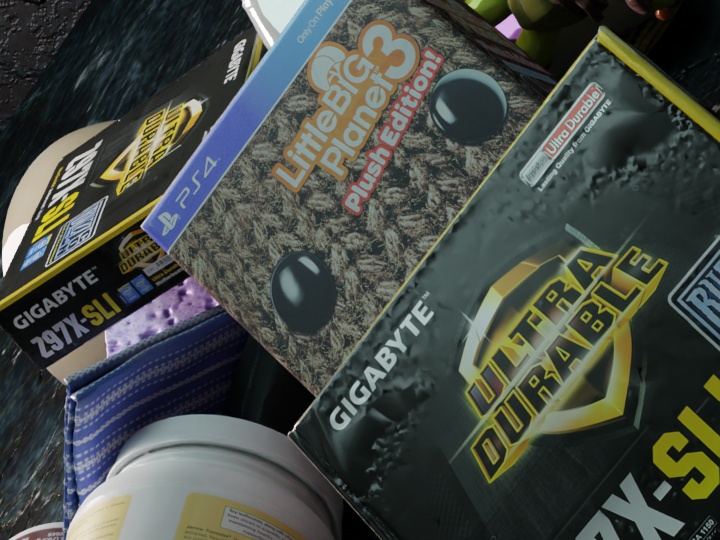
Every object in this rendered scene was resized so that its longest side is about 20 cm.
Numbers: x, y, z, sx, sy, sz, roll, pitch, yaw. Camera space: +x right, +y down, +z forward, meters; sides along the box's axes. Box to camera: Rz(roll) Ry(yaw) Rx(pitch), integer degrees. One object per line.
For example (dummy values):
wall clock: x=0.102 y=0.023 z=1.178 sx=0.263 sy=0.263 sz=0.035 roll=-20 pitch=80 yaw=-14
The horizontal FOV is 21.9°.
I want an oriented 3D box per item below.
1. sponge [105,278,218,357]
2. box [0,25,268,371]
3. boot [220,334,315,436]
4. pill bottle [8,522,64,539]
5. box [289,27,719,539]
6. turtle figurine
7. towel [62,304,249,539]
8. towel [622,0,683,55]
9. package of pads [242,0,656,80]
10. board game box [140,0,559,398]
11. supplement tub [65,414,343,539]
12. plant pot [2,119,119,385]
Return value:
sponge: x=-0.104 y=-0.006 z=1.115 sx=0.111 sy=0.030 sz=0.201 roll=-21 pitch=58 yaw=15
box: x=-0.111 y=-0.046 z=1.023 sx=0.159 sy=0.049 sz=0.200 roll=-33 pitch=21 yaw=18
boot: x=0.024 y=0.021 z=0.970 sx=0.066 sy=0.164 sz=0.201 roll=-124 pitch=45 yaw=-58
pill bottle: x=-0.180 y=0.245 z=1.095 sx=0.109 sy=0.109 sz=0.200 roll=-51 pitch=20 yaw=19
box: x=0.089 y=0.040 z=0.685 sx=0.160 sy=0.049 sz=0.200 roll=45 pitch=105 yaw=26
turtle figurine: x=0.096 y=-0.133 z=0.891 sx=0.161 sy=0.199 sz=0.065 roll=-53 pitch=34 yaw=23
towel: x=-0.097 y=0.098 z=1.016 sx=0.144 sy=0.024 sz=0.200 roll=-26 pitch=-33 yaw=-28
towel: x=0.126 y=-0.139 z=1.076 sx=0.144 sy=0.023 sz=0.200 roll=-60 pitch=18 yaw=-5
package of pads: x=0.046 y=-0.149 z=1.010 sx=0.200 sy=0.068 sz=0.155 roll=-38 pitch=62 yaw=15
board game box: x=0.036 y=-0.015 z=0.808 sx=0.160 sy=0.200 sz=0.097 roll=-53 pitch=-20 yaw=14
supplement tub: x=-0.085 y=0.185 z=0.897 sx=0.145 sy=0.145 sz=0.200 roll=-40 pitch=25 yaw=40
plant pot: x=-0.119 y=-0.012 z=1.239 sx=0.134 sy=0.200 sz=0.201 roll=-12 pitch=47 yaw=51
